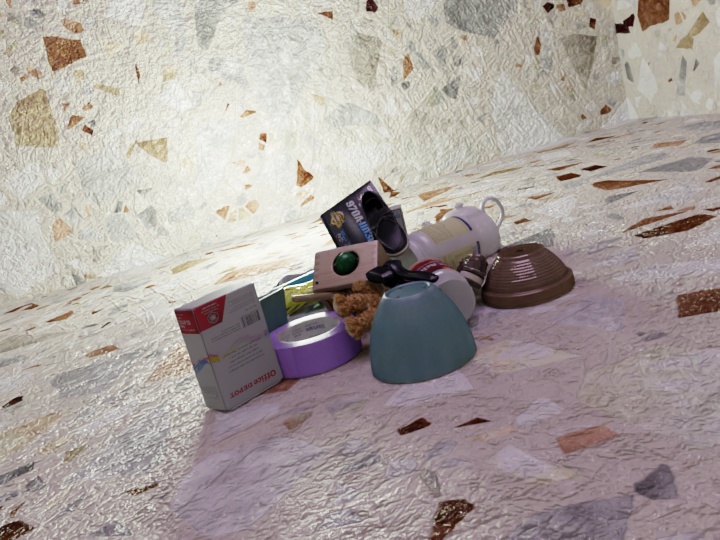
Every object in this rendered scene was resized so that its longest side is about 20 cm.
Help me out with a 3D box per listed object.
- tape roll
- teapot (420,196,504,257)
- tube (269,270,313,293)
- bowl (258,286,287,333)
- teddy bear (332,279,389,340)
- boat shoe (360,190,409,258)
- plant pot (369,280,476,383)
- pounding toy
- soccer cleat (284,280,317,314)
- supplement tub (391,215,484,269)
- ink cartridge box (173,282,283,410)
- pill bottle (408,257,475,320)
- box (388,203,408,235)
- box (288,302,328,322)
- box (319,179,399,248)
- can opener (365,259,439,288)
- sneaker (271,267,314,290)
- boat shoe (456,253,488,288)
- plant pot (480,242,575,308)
[{"bbox_3d":[-0.098,0.149,1.494,0.196,0.067,0.200,-15,13,4],"label":"tape roll"},{"bbox_3d":[0.285,-0.113,1.976,0.194,0.149,0.200,-9,13,22],"label":"teapot"},{"bbox_3d":[-0.171,0.052,1.839,0.050,0.079,0.199,23,29,27],"label":"tube"},{"bbox_3d":[-0.237,0.126,1.605,0.198,0.107,0.201,-26,2,1],"label":"bowl"},{"bbox_3d":[0.028,0.081,1.461,0.197,0.067,0.146,12,38,-35],"label":"teddy bear"},{"bbox_3d":[0.050,-0.108,1.665,0.074,0.062,0.202,-30,52,4],"label":"boat shoe"},{"bbox_3d":[0.100,0.099,1.319,0.196,0.137,0.200,-15,13,3],"label":"plant pot"},{"bbox_3d":[-0.027,0.037,1.609,0.181,0.201,0.145,-10,56,19],"label":"pounding toy"},{"bbox_3d":[-0.135,0.057,1.748,0.197,0.066,0.084,-19,-6,-24],"label":"soccer cleat"},{"bbox_3d":[0.188,-0.040,1.779,0.197,0.148,0.144,-22,14,-29],"label":"supplement tub"},{"bbox_3d":[-0.250,0.143,1.388,0.145,0.204,0.082,-25,14,-41],"label":"ink cartridge box"},{"bbox_3d":[0.164,0.046,1.512,0.112,0.116,0.200,-16,13,-6],"label":"pill bottle"},{"bbox_3d":[0.073,-0.055,1.855,0.114,0.204,0.060,-12,13,3],"label":"box"},{"bbox_3d":[-0.102,0.089,1.819,0.142,0.037,0.200,-15,14,2],"label":"box"},{"bbox_3d":[0.006,-0.102,1.755,0.158,0.046,0.201,-34,50,5],"label":"box"},{"bbox_3d":[0.094,0.023,1.446,0.078,0.064,0.198,-34,27,-27],"label":"can opener"},{"bbox_3d":[-0.159,0.048,1.982,0.197,0.074,0.111,-3,-22,-40],"label":"sneaker"},{"bbox_3d":[0.247,0.000,1.617,0.071,0.061,0.200,22,-2,5],"label":"boat shoe"},{"bbox_3d":[0.347,0.001,1.544,0.197,0.094,0.201,-15,13,4],"label":"plant pot"}]
